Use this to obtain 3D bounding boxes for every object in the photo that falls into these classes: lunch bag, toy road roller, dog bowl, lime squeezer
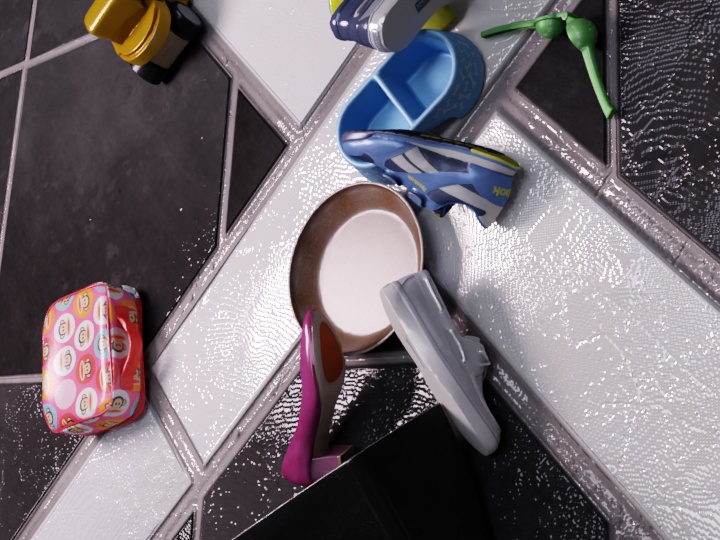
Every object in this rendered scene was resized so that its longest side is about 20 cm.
[{"bbox_3d":[-0.368,0.121,1.326,0.175,0.082,0.203,-22,65,33],"label":"lunch bag"},{"bbox_3d":[-0.336,-0.388,1.392,0.123,0.145,0.201,-44,55,21],"label":"toy road roller"},{"bbox_3d":[0.050,-0.190,1.074,0.200,0.049,0.112,-45,63,21],"label":"dog bowl"},{"bbox_3d":[0.207,-0.237,0.984,0.200,0.037,0.071,44,137,37],"label":"lime squeezer"}]

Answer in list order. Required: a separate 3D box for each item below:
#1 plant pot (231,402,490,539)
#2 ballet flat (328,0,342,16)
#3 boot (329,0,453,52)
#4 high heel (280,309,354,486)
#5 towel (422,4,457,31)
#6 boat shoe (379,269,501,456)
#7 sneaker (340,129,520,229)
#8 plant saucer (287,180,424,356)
[{"bbox_3d":[0.016,0.270,0.896,0.199,0.199,0.178,-39,78,25],"label":"plant pot"},{"bbox_3d":[0.014,-0.400,1.156,0.067,0.066,0.202,13,84,50],"label":"ballet flat"},{"bbox_3d":[0.054,-0.322,1.056,0.090,0.073,0.200,24,58,40],"label":"boot"},{"bbox_3d":[-0.065,0.145,1.048,0.095,0.067,0.203,-4,94,30],"label":"high heel"},{"bbox_3d":[0.022,-0.345,1.114,0.086,0.018,0.201,-42,81,25],"label":"towel"},{"bbox_3d":[0.094,0.089,0.962,0.068,0.072,0.201,-29,66,-10],"label":"boat shoe"},{"bbox_3d":[0.066,-0.103,1.002,0.198,0.074,0.083,18,107,19],"label":"sneaker"},{"bbox_3d":[0.000,0.000,1.083,0.199,0.036,0.203,-12,70,36],"label":"plant saucer"}]
